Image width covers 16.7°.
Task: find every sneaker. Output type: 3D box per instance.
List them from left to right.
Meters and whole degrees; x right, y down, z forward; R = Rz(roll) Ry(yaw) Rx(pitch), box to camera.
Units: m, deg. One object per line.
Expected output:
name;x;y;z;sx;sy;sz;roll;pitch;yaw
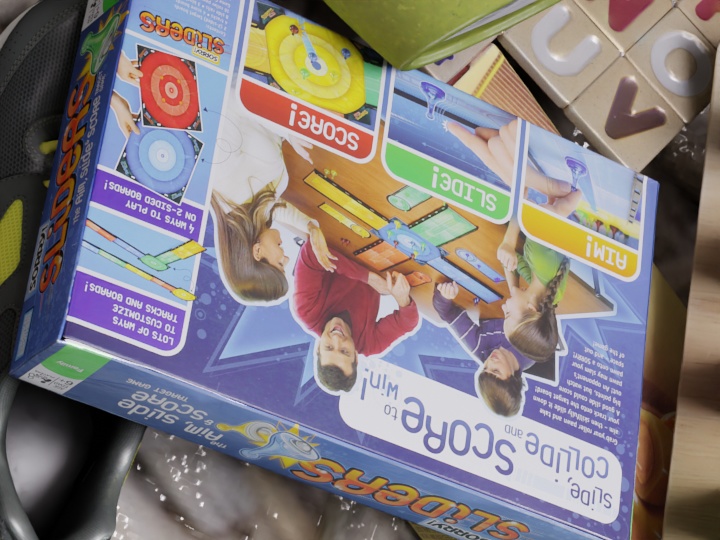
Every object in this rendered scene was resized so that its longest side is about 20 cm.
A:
sneaker;-0.086;0.008;0.755;0.074;0.085;0.200;12;80;-29

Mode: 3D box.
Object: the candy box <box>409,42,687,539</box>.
candy box;0.055;0.036;0.850;0.115;0.055;0.200;-45;107;-27

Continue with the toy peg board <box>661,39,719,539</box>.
toy peg board;0.203;0.024;0.781;0.200;0.098;0.200;7;87;9

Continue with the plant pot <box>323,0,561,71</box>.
plant pot;0.006;-0.169;0.746;0.187;0.187;0.200;-26;89;-29

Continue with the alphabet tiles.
alphabet tiles;0.054;-0.132;0.851;0.200;0.008;0.167;47;57;-1

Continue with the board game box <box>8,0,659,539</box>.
board game box;0.000;0.000;0.751;0.200;0.034;0.136;23;59;-25
